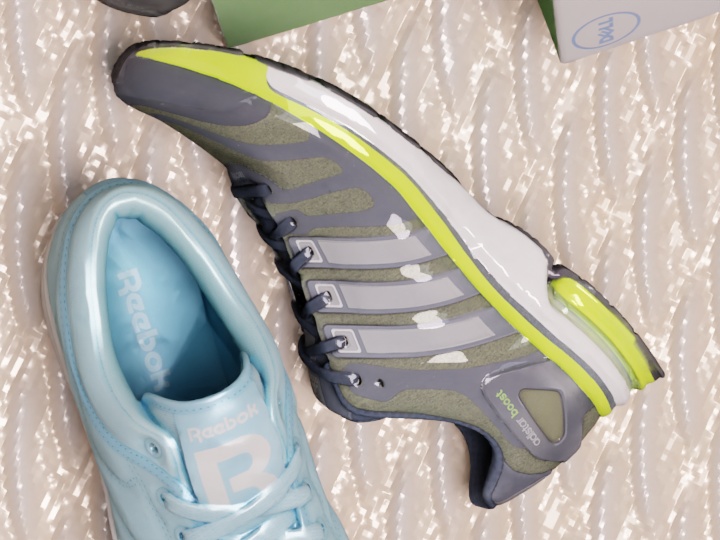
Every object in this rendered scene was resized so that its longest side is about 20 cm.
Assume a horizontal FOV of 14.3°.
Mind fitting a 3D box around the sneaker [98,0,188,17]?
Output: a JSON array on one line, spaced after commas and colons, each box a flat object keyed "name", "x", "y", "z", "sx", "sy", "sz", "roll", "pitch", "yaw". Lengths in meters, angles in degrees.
[{"name": "sneaker", "x": -0.051, "y": -0.177, "z": 0.868, "sx": 0.075, "sy": 0.091, "sz": 0.202, "roll": 10, "pitch": 91, "yaw": -15}]

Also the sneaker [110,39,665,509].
[{"name": "sneaker", "x": 0.000, "y": 0.000, "z": 0.898, "sx": 0.200, "sy": 0.074, "sz": 0.081, "roll": 37, "pitch": 87, "yaw": -10}]

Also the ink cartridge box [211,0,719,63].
[{"name": "ink cartridge box", "x": 0.051, "y": -0.109, "z": 0.849, "sx": 0.199, "sy": 0.146, "sz": 0.048, "roll": -20, "pitch": 68, "yaw": -2}]

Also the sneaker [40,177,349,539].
[{"name": "sneaker", "x": -0.045, "y": 0.065, "z": 0.863, "sx": 0.074, "sy": 0.082, "sz": 0.201, "roll": -27, "pitch": 84, "yaw": -10}]
